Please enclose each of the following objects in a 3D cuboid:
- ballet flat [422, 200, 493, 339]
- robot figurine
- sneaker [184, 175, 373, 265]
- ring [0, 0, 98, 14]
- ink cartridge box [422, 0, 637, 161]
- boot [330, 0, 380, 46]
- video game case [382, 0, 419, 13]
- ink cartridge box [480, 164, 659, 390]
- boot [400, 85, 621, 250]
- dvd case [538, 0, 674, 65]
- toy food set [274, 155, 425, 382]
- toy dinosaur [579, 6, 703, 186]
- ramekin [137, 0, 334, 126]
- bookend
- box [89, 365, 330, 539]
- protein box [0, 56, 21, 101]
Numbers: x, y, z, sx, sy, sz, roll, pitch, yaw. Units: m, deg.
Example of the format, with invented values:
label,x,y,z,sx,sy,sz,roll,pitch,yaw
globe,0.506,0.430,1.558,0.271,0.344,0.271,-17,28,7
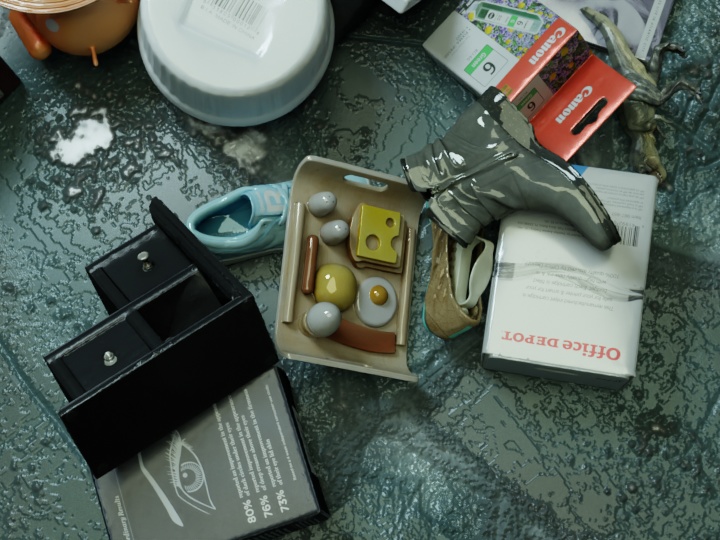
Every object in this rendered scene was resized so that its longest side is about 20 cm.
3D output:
label,x,y,z,sx,sy,sz,roll,pitch,yaw
ballet flat,0.102,-0.032,1.355,0.068,0.072,0.201,17,72,-38
robot figurine,-0.299,-0.300,1.416,0.144,0.117,0.200,-32,60,-15
sneaker,-0.081,-0.056,1.380,0.199,0.082,0.074,-22,78,-2
ring,-0.305,-0.339,1.343,0.200,0.019,0.201,1,76,-4
ink cartridge box,0.164,-0.204,1.369,0.109,0.050,0.200,-47,53,4
boot,-0.071,-0.302,1.439,0.165,0.066,0.200,41,88,-1
video game case,0.028,-0.333,1.394,0.143,0.018,0.200,37,37,5
ink cartridge box,0.202,0.004,1.348,0.145,0.084,0.201,9,77,5
boot,0.139,-0.064,1.304,0.131,0.068,0.200,-43,76,5
dvd case,0.234,-0.313,1.453,0.199,0.016,0.149,20,79,7
toy food set,0.000,0.000,1.342,0.143,0.060,0.201,12,76,-24
toy dinosaur,0.292,-0.189,1.397,0.088,0.047,0.201,-18,79,11
ramekin,-0.123,-0.248,1.355,0.200,0.098,0.201,0,85,-3
bookend,-0.215,0.056,1.294,0.198,0.092,0.200,-32,44,-15
box,-0.146,0.195,1.315,0.199,0.104,0.148,-17,76,0
protein box,-0.479,-0.235,1.383,0.198,0.200,0.135,40,82,11
